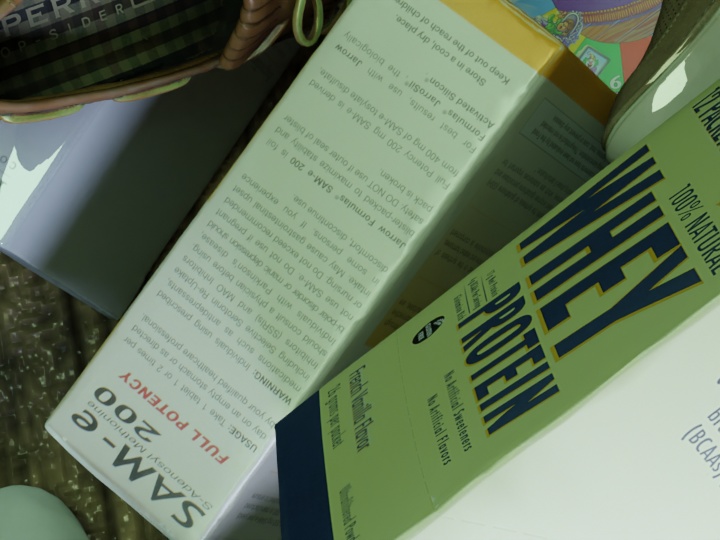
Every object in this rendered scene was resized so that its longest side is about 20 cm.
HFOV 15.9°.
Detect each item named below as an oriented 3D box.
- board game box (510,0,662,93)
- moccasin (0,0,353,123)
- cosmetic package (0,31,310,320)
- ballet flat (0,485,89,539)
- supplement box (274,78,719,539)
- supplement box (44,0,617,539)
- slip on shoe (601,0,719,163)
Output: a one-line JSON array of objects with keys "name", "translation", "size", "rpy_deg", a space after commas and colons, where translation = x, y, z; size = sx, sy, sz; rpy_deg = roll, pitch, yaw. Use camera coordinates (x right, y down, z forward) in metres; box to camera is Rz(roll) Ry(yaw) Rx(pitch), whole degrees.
[{"name": "board game box", "translation": [0.100, -0.159, 0.931], "size": [0.157, 0.039, 0.201], "rpy_deg": [11, 80, 18]}, {"name": "moccasin", "translation": [-0.046, -0.098, 0.821], "size": [0.201, 0.078, 0.074], "rpy_deg": [-18, 112, -22]}, {"name": "cosmetic package", "translation": [-0.128, -0.125, 0.946], "size": [0.199, 0.123, 0.200], "rpy_deg": [32, 88, 21]}, {"name": "ballet flat", "translation": [-0.118, 0.169, 0.899], "size": [0.069, 0.069, 0.201], "rpy_deg": [-10, 74, 13]}, {"name": "supplement box", "translation": [0.113, 0.079, 0.733], "size": [0.200, 0.134, 0.200], "rpy_deg": [-38, 107, 9]}, {"name": "supplement box", "translation": [0.000, 0.000, 0.865], "size": [0.073, 0.126, 0.200], "rpy_deg": [38, 94, 21]}, {"name": "slip on shoe", "translation": [0.131, -0.114, 0.863], "size": [0.061, 0.076, 0.200], "rpy_deg": [35, 73, 9]}]
